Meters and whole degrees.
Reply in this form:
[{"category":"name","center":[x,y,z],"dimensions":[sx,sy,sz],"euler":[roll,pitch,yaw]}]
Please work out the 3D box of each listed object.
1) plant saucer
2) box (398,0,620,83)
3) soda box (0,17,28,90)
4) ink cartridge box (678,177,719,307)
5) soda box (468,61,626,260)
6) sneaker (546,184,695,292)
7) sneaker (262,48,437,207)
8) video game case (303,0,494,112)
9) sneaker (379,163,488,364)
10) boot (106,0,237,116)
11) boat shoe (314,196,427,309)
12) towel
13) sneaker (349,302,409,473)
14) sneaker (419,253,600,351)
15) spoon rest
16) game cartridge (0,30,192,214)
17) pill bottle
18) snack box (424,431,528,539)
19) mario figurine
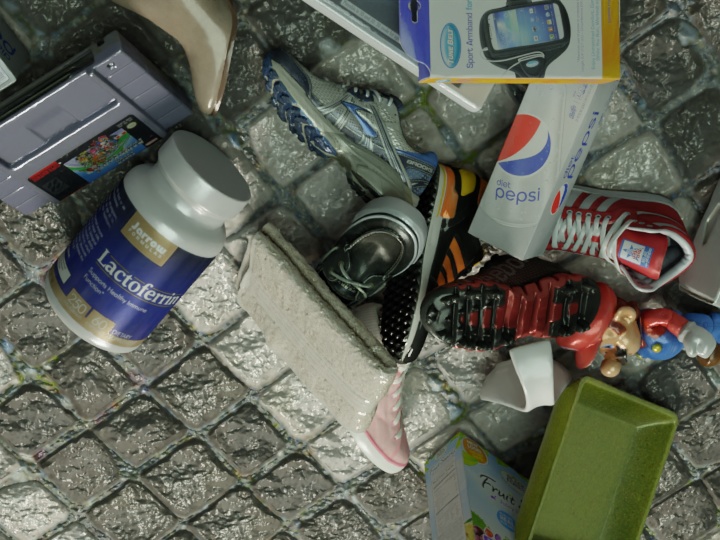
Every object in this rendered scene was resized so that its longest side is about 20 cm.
[{"category":"plant saucer","center":[0.244,0.223,1.335],"dimensions":[0.199,0.048,0.202],"euler":[23,85,-43]},{"category":"box","center":[0.124,-0.221,1.068],"dimensions":[0.197,0.041,0.121],"euler":[-1,92,-12]},{"category":"soda box","center":[-0.375,-0.240,1.074],"dimensions":[0.063,0.068,0.201],"euler":[-28,116,12]},{"category":"ink cartridge box","center":[0.443,-0.008,1.253],"dimensions":[0.198,0.083,0.147],"euler":[19,98,-15]},{"category":"soda box","center":[0.174,-0.114,1.173],"dimensions":[0.063,0.068,0.202],"euler":[28,107,22]},{"category":"sneaker","center":[0.230,-0.032,1.223],"dimensions":[0.197,0.113,0.072],"euler":[-1,118,-5]},{"category":"sneaker","center":[-0.008,-0.141,1.174],"dimensions":[0.200,0.077,0.085],"euler":[45,77,-11]},{"category":"video game case","center":[0.063,-0.267,1.080],"dimensions":[0.199,0.023,0.183],"euler":[31,83,-13]},{"category":"sneaker","center":[0.082,-0.002,1.228],"dimensions":[0.089,0.070,0.203],"euler":[8,97,-26]},{"category":"boot","center":[-0.178,-0.245,1.088],"dimensions":[0.145,0.070,0.202],"euler":[6,101,-21]},{"category":"boat shoe","center":[0.000,0.000,1.186],"dimensions":[0.072,0.071,0.200],"euler":[36,147,-5]},{"category":"towel","center":[-0.048,0.057,1.204],"dimensions":[0.200,0.034,0.133],"euler":[47,150,14]},{"category":"sneaker","center":[0.027,0.120,1.305],"dimensions":[0.104,0.076,0.201],"euler":[-24,113,14]},{"category":"sneaker","center":[0.133,0.028,1.214],"dimensions":[0.198,0.098,0.072],"euler":[-6,116,-30]},{"category":"spoon rest","center":[0.170,0.114,1.266],"dimensions":[0.098,0.200,0.061],"euler":[-13,79,2]},{"category":"game cartridge","center":[-0.264,-0.127,1.136],"dimensions":[0.199,0.039,0.130],"euler":[-29,147,12]},{"category":"pill bottle","center":[-0.200,-0.028,1.185],"dimensions":[0.115,0.116,0.200],"euler":[35,109,-21]},{"category":"snack box","center":[0.154,0.293,1.337],"dimensions":[0.168,0.201,0.068],"euler":[36,114,-22]},{"category":"mario figurine","center":[0.295,0.082,1.291],"dimensions":[0.198,0.107,0.124],"euler":[5,130,-14]}]
